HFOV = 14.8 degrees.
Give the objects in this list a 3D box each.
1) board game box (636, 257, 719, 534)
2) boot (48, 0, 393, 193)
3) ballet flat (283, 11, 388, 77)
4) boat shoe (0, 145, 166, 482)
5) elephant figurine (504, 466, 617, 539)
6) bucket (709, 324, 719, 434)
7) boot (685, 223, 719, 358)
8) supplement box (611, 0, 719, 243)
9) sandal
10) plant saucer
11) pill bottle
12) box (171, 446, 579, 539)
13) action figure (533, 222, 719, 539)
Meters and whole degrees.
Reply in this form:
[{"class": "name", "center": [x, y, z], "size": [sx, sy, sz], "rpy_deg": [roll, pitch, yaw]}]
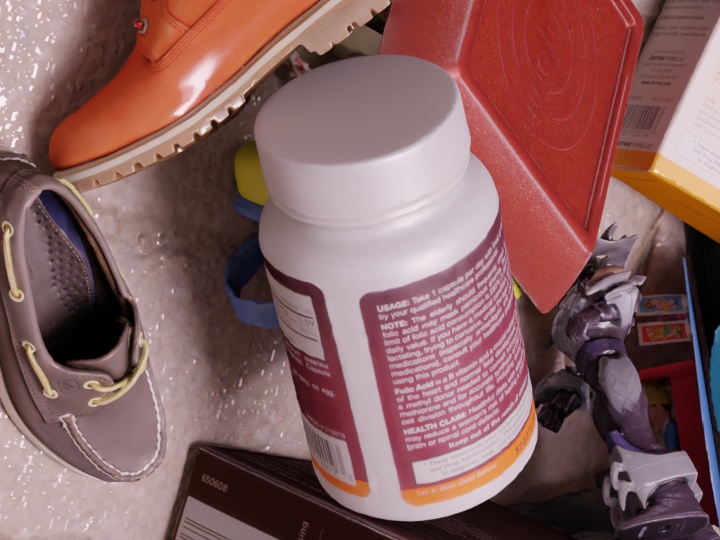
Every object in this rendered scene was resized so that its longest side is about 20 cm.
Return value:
[{"class": "board game box", "center": [0.183, 0.096, 1.597], "size": [0.200, 0.039, 0.158], "rpy_deg": [-88, 167, -50]}, {"class": "boot", "center": [-0.079, -0.119, 1.278], "size": [0.200, 0.075, 0.107], "rpy_deg": [-38, 97, 3]}, {"class": "ballet flat", "center": [-0.010, -0.120, 1.361], "size": [0.200, 0.064, 0.076], "rpy_deg": [41, 76, -44]}, {"class": "boat shoe", "center": [-0.134, 0.029, 1.291], "size": [0.072, 0.059, 0.200], "rpy_deg": [-42, 130, -27]}, {"class": "elephant figurine", "center": [0.123, 0.234, 1.577], "size": [0.155, 0.141, 0.201], "rpy_deg": [-9, 105, -27]}, {"class": "bucket", "center": [0.304, 0.078, 1.579], "size": [0.134, 0.207, 0.208], "rpy_deg": [-22, 120, -22]}, {"class": "boot", "center": [0.275, 0.028, 1.708], "size": [0.165, 0.066, 0.201], "rpy_deg": [-33, 120, -38]}, {"class": "supplement box", "center": [0.233, -0.119, 1.573], "size": [0.126, 0.073, 0.201], "rpy_deg": [29, 83, -24]}, {"class": "sandal", "center": [0.000, 0.000, 1.412], "size": [0.200, 0.079, 0.087], "rpy_deg": [20, 96, -40]}, {"class": "plant saucer", "center": [0.087, -0.114, 1.425], "size": [0.200, 0.037, 0.200], "rpy_deg": [51, 44, -43]}, {"class": "pill bottle", "center": [0.015, 0.008, 1.302], "size": [0.114, 0.114, 0.201], "rpy_deg": [-36, 131, -31]}, {"class": "box", "center": [0.013, 0.198, 1.422], "size": [0.200, 0.164, 0.167], "rpy_deg": [12, 96, -47]}, {"class": "action figure", "center": [0.135, 0.062, 1.505], "size": [0.069, 0.201, 0.130], "rpy_deg": [-14, 150, -10]}]
